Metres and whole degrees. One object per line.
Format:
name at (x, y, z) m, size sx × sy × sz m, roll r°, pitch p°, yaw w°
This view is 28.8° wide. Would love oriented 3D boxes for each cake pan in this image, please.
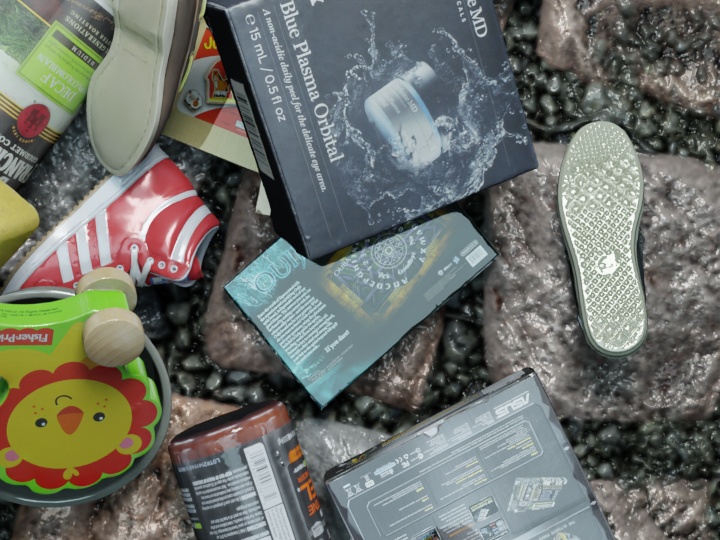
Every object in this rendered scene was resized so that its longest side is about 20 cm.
cake pan at (-0.252, 0.099, 1.140) m, size 0.197 × 0.037 × 0.203 m, roll -3°, pitch 116°, yaw -6°

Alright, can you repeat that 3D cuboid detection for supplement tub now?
supplement tub at (-0.080, 0.216, 1.146) m, size 0.105 × 0.107 × 0.203 m, roll -18°, pitch 92°, yaw 0°

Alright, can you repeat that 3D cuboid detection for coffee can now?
coffee can at (-0.289, -0.160, 1.114) m, size 0.146 × 0.146 × 0.201 m, roll 38°, pitch 90°, yaw -1°

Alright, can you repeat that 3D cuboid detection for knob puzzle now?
knob puzzle at (-0.069, -0.183, 1.173) m, size 0.216 × 0.030 × 0.224 m, roll 0°, pitch 88°, yaw 3°

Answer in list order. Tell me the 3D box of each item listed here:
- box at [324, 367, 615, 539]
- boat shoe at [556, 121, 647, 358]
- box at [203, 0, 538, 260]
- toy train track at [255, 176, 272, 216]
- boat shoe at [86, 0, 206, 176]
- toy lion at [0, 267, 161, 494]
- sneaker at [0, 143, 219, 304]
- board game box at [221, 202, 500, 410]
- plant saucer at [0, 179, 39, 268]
box at (0.091, 0.197, 1.168) m, size 0.198 × 0.048 × 0.160 m, roll -28°, pitch 93°, yaw 0°
boat shoe at (0.202, -0.024, 1.168) m, size 0.073 × 0.062 × 0.203 m, roll -5°, pitch 76°, yaw 4°
box at (0.006, -0.143, 1.073) m, size 0.198 × 0.117 × 0.199 m, roll -22°, pitch 107°, yaw -11°
toy train track at (-0.058, -0.146, 1.143) m, size 0.113 × 0.033 × 0.203 m, roll 10°, pitch 95°, yaw -4°
boat shoe at (-0.162, -0.161, 1.078) m, size 0.071 × 0.059 × 0.202 m, roll 35°, pitch 131°, yaw 18°
toy lion at (-0.248, 0.092, 1.069) m, size 0.197 × 0.069 × 0.194 m, roll 2°, pitch 126°, yaw -22°
sneaker at (-0.205, 0.001, 1.157) m, size 0.112 × 0.071 × 0.200 m, roll 44°, pitch 88°, yaw 2°
board game box at (0.000, 0.000, 1.180) m, size 0.199 × 0.028 × 0.136 m, roll -40°, pitch 89°, yaw 0°
plant saucer at (-0.374, -0.028, 1.036) m, size 0.200 × 0.049 × 0.200 m, roll 41°, pitch 107°, yaw -16°
